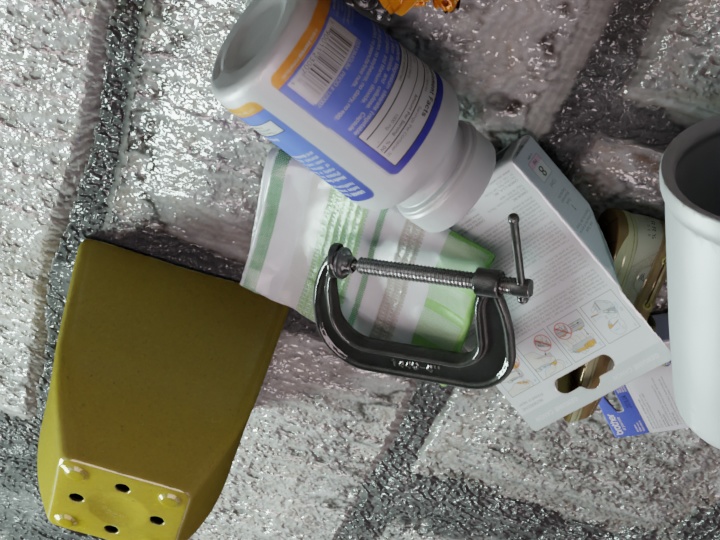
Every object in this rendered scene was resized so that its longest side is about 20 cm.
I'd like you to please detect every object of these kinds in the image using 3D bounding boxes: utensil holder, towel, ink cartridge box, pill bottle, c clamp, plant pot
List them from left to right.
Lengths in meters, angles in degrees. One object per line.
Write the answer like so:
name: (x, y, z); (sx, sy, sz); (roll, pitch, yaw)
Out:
plant pot: (-0.189, 0.130, 1.432); (0.193, 0.201, 0.195); (16, 140, -6)
towel: (0.000, 0.000, 1.301); (0.199, 0.031, 0.150); (27, 133, 13)
pill bottle: (0.000, -0.115, 1.164); (0.199, 0.113, 0.112); (35, 135, -26)
c clamp: (0.047, 0.020, 1.262); (0.198, 0.027, 0.172); (3, 128, 26)
ink cartridge box: (0.134, 0.013, 1.279); (0.200, 0.057, 0.162); (46, 133, -11)
ink cartridge box: (0.293, 0.082, 1.378); (0.198, 0.042, 0.120); (-13, 133, 23)
utensil holder: (0.301, 0.010, 1.153); (0.168, 0.171, 0.202); (0, 124, 14)

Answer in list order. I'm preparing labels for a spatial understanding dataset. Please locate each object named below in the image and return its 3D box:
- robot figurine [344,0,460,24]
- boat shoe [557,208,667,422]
robot figurine: (0.014, -0.248, 1.045); (0.144, 0.059, 0.200); (-15, 133, 30)
boat shoe: (0.207, 0.043, 1.307); (0.066, 0.074, 0.201); (4, 128, -10)
